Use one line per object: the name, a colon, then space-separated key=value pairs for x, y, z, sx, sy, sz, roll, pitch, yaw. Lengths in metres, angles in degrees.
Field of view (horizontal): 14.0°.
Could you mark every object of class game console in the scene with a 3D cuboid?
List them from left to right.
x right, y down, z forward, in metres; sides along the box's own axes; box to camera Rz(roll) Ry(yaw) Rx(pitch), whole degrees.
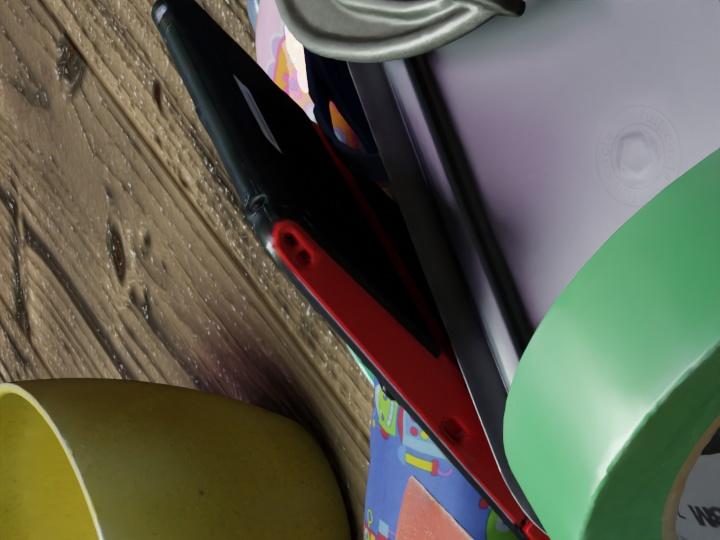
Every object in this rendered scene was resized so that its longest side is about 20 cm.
game console: x=0.000 y=0.000 z=1.016 sx=0.177 sy=0.031 sz=0.200 roll=44 pitch=-172 yaw=-30

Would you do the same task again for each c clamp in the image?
c clamp: x=0.040 y=-0.155 z=0.929 sx=0.171 sy=0.027 sz=0.200 roll=24 pitch=95 yaw=45

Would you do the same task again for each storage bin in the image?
storage bin: x=0.111 y=-0.029 z=0.955 sx=0.134 sy=0.145 sz=0.200 roll=-31 pitch=71 yaw=37

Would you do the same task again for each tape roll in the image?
tape roll: x=0.139 y=0.024 z=0.815 sx=0.048 sy=0.200 sz=0.201 roll=61 pitch=151 yaw=33

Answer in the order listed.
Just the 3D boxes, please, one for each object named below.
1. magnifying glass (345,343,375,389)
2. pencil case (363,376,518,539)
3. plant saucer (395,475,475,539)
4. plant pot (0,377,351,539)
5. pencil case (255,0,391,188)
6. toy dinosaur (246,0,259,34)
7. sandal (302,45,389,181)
magnifying glass: x=-0.010 y=-0.005 z=1.275 sx=0.200 sy=0.022 sz=0.080 roll=60 pitch=-167 yaw=22
pencil case: x=0.046 y=0.108 z=1.201 sx=0.078 sy=0.087 sz=0.200 roll=39 pitch=135 yaw=52
plant saucer: x=0.091 y=0.194 z=1.095 sx=0.200 sy=0.037 sz=0.200 roll=44 pitch=169 yaw=50
plant pot: x=-0.088 y=0.137 z=1.437 sx=0.200 sy=0.142 sz=0.200 roll=43 pitch=140 yaw=52
pencil case: x=0.004 y=-0.133 z=1.119 sx=0.087 sy=0.087 sz=0.200 roll=34 pitch=128 yaw=57
toy dinosaur: x=-0.026 y=-0.158 z=1.232 sx=0.200 sy=0.105 sz=0.182 roll=133 pitch=140 yaw=-74
sandal: x=0.001 y=-0.111 z=1.037 sx=0.200 sy=0.079 sz=0.087 roll=65 pitch=-160 yaw=-13
